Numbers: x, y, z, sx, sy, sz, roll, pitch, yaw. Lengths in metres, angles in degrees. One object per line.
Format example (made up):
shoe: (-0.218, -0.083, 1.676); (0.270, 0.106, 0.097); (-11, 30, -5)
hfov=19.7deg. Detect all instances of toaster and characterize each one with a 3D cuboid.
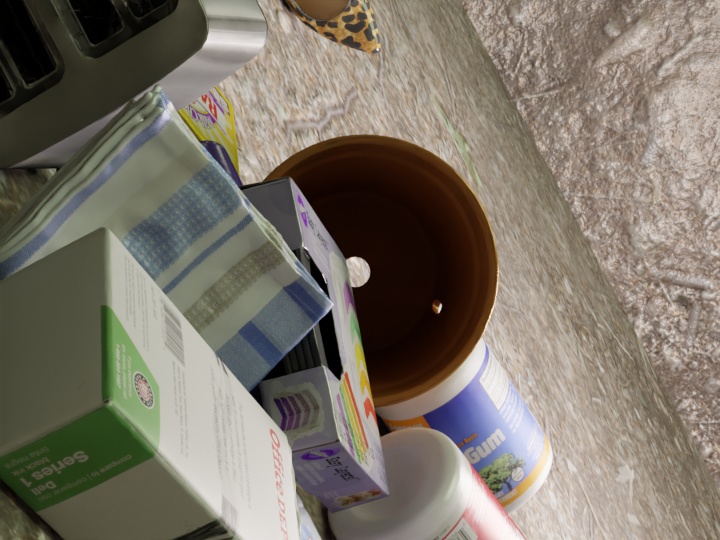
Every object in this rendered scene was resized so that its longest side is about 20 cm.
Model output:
toaster: (-0.172, -0.162, 1.251); (0.201, 0.180, 0.119); (63, 17, 2)

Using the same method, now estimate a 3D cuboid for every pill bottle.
pill bottle: (0.072, 0.111, 1.766); (0.200, 0.112, 0.112); (55, 16, -27)
pill bottle: (0.069, 0.219, 1.554); (0.200, 0.112, 0.113); (54, 17, -35)

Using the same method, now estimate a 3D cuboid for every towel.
towel: (-0.116, 0.007, 1.219); (0.200, 0.147, 0.024); (51, -9, -34)

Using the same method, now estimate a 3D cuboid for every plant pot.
plant pot: (0.000, 0.000, 1.582); (0.201, 0.199, 0.140); (63, -2, -1)

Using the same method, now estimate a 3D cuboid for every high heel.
high heel: (-0.057, -0.299, 2.108); (0.200, 0.071, 0.143); (48, 6, 7)

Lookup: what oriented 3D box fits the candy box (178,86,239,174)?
candy box: (-0.151, -0.152, 1.508); (0.200, 0.026, 0.102); (52, 21, -38)

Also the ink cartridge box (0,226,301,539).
ink cartridge box: (-0.118, 0.100, 1.154); (0.200, 0.084, 0.146); (53, 17, -36)

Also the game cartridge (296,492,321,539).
game cartridge: (-0.043, 0.215, 1.319); (0.201, 0.041, 0.133); (65, 18, 9)

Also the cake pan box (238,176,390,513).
cake pan box: (-0.034, 0.052, 1.389); (0.200, 0.052, 0.185); (58, 18, -69)

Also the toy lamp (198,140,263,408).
toy lamp: (-0.094, 0.007, 1.415); (0.058, 0.058, 0.201); (34, 40, -63)
